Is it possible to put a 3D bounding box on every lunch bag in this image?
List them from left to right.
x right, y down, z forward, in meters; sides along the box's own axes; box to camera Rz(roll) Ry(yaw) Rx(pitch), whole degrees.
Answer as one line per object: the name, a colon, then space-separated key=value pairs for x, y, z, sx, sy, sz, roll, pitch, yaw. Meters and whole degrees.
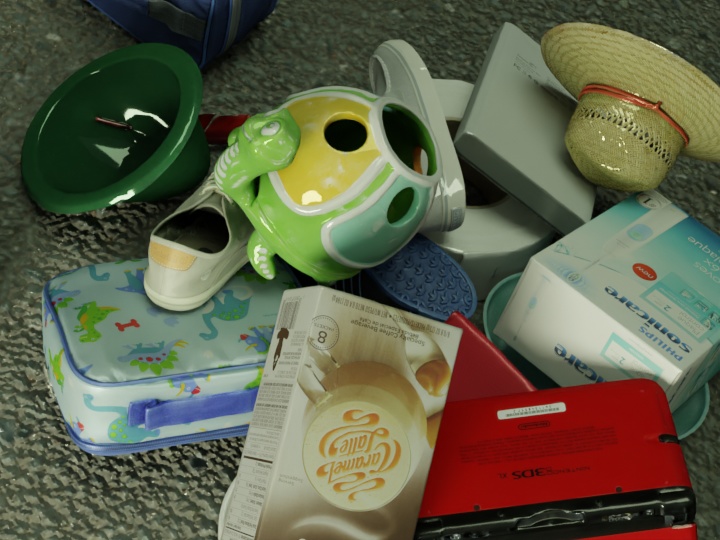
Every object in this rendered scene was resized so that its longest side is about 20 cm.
lunch bag: x=-0.180 y=-0.288 z=1.321 sx=0.200 sy=0.136 sz=0.132 roll=35 pitch=51 yaw=13
lunch bag: x=-0.131 y=0.059 z=1.076 sx=0.199 sy=0.083 sz=0.161 roll=-8 pitch=35 yaw=-22

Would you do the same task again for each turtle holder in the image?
turtle holder: x=-0.026 y=-0.079 z=1.066 sx=0.185 sy=0.131 sz=0.141 roll=41 pitch=38 yaw=-33

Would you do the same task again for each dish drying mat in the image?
dish drying mat: x=0.117 y=0.126 z=1.099 sx=0.200 sy=0.077 sz=0.018 roll=47 pitch=14 yaw=20

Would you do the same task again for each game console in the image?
game console: x=0.133 y=0.186 z=1.041 sx=0.199 sy=0.119 sz=0.173 roll=-7 pitch=44 yaw=1

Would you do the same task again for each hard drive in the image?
hard drive: x=0.154 y=-0.125 z=1.256 sx=0.132 sy=0.026 sz=0.200 roll=36 pitch=38 yaw=-10

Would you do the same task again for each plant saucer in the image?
plant saucer: x=0.186 y=0.078 z=1.186 sx=0.199 sy=0.036 sz=0.200 roll=15 pitch=37 yaw=-12

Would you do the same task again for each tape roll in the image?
tape roll: x=0.080 y=-0.072 z=1.272 sx=0.201 sy=0.071 sz=0.203 roll=9 pitch=51 yaw=-11

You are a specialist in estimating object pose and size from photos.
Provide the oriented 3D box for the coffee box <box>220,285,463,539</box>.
coffee box: x=-0.015 y=0.122 z=0.989 sx=0.114 sy=0.080 sz=0.201 roll=17 pitch=81 yaw=-21

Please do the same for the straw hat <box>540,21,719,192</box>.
straw hat: x=0.220 y=-0.112 z=1.205 sx=0.200 sy=0.201 sz=0.085 roll=29 pitch=79 yaw=7

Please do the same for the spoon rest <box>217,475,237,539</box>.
spoon rest: x=-0.035 y=0.139 z=1.066 sx=0.061 sy=0.099 sz=0.200 roll=39 pitch=63 yaw=13

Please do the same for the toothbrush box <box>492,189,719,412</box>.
toothbrush box: x=0.225 y=0.030 z=1.168 sx=0.146 sy=0.086 sz=0.200 roll=39 pitch=40 yaw=21

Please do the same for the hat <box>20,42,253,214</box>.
hat: x=-0.159 y=-0.082 z=1.245 sx=0.199 sy=0.176 sz=0.166 roll=-18 pitch=53 yaw=17

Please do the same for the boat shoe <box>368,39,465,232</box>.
boat shoe: x=0.029 y=-0.111 z=1.203 sx=0.068 sy=0.072 sz=0.201 roll=-7 pitch=59 yaw=-13

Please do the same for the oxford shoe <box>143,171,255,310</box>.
oxford shoe: x=-0.100 y=-0.046 z=1.105 sx=0.075 sy=0.058 sz=0.200 roll=18 pitch=39 yaw=16

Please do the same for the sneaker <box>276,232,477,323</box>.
sneaker: x=0.000 y=0.000 z=1.186 sx=0.199 sy=0.078 sz=0.070 roll=30 pitch=55 yaw=10
